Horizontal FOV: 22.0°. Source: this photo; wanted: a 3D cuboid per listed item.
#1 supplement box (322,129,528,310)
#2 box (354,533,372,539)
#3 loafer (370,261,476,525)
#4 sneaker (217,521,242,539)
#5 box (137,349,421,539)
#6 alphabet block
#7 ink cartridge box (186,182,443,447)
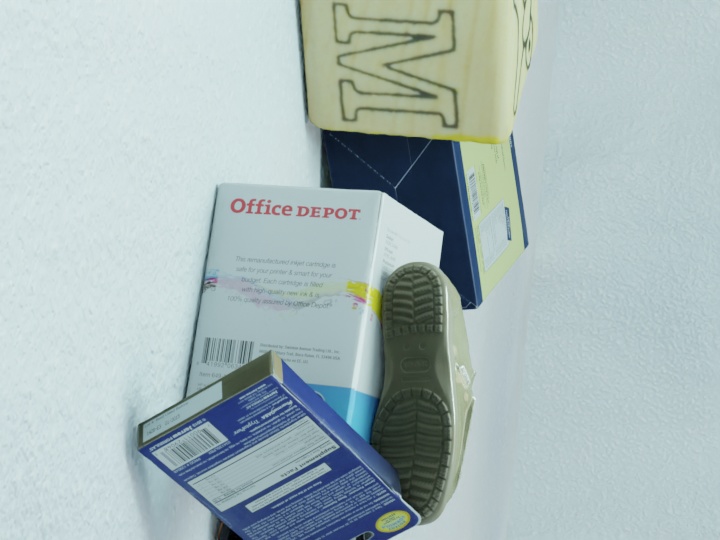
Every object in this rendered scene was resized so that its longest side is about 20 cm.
[{"bbox_3d":[0.072,-0.083,1.883,0.200,0.134,0.201,-44,128,-62],"label":"supplement box"},{"bbox_3d":[-0.016,0.176,1.869,0.141,0.079,0.200,-64,157,-51],"label":"box"},{"bbox_3d":[0.055,0.095,1.419,0.068,0.075,0.201,6,87,-59],"label":"loafer"},{"bbox_3d":[-0.083,0.243,1.624,0.200,0.077,0.112,66,35,-47],"label":"sneaker"},{"bbox_3d":[-0.056,0.149,1.360,0.200,0.121,0.032,48,22,-35],"label":"box"},{"bbox_3d":[0.059,-0.257,1.717,0.196,0.196,0.200,-68,161,-48],"label":"alphabet block"},{"bbox_3d":[-0.035,0.044,1.482,0.146,0.146,0.201,28,69,-64],"label":"ink cartridge box"}]
